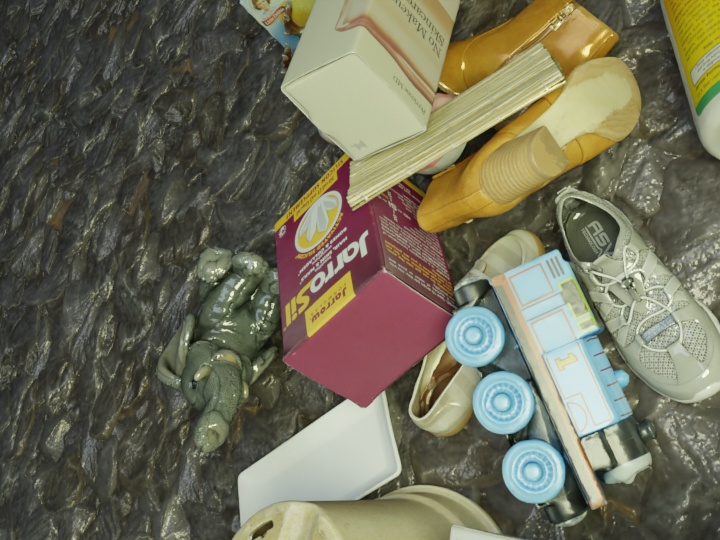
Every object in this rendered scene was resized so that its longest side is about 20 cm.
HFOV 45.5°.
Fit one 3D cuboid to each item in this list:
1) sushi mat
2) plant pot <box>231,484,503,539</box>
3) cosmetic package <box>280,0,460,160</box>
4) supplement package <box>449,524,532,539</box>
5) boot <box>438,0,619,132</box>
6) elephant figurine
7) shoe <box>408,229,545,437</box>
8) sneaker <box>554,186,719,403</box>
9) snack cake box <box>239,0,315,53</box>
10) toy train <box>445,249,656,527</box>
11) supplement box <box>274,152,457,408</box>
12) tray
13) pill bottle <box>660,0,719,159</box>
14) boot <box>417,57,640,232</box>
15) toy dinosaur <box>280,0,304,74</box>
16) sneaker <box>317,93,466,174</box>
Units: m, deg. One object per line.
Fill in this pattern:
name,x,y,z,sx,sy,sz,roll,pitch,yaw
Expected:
sushi mat,0.074,-0.122,0.713,0.199,0.012,0.096,-30,24,15
plant pot,-0.004,0.255,0.664,0.200,0.183,0.201,-17,60,34
cosmetic package,0.017,-0.211,0.758,0.087,0.103,0.201,-16,47,40
supplement package,0.129,0.284,0.557,0.111,0.156,0.201,-1,71,40
boot,0.140,-0.218,0.829,0.144,0.071,0.201,-52,55,9
elephant figurine,-0.145,0.087,0.883,0.141,0.155,0.201,15,71,20
shoe,0.101,0.052,0.752,0.070,0.053,0.201,25,89,43
sneaker,0.203,0.016,0.661,0.075,0.082,0.200,-43,50,17
snack cake box,-0.026,-0.332,0.979,0.199,0.115,0.067,-20,50,34
toy train,0.143,0.087,0.652,0.114,0.087,0.201,-25,76,11
supplement box,0.000,0.000,0.788,0.131,0.103,0.200,-42,33,23
tray,-0.040,0.198,0.820,0.200,0.022,0.108,-37,39,22
pill bottle,0.294,-0.193,0.655,0.112,0.113,0.201,-22,58,31
boot,0.140,-0.106,0.733,0.201,0.071,0.144,-39,11,-38
toy dinosaur,0.004,-0.264,0.961,0.180,0.200,0.106,3,81,1
sneaker,0.020,-0.145,0.833,0.200,0.104,0.076,22,96,62
